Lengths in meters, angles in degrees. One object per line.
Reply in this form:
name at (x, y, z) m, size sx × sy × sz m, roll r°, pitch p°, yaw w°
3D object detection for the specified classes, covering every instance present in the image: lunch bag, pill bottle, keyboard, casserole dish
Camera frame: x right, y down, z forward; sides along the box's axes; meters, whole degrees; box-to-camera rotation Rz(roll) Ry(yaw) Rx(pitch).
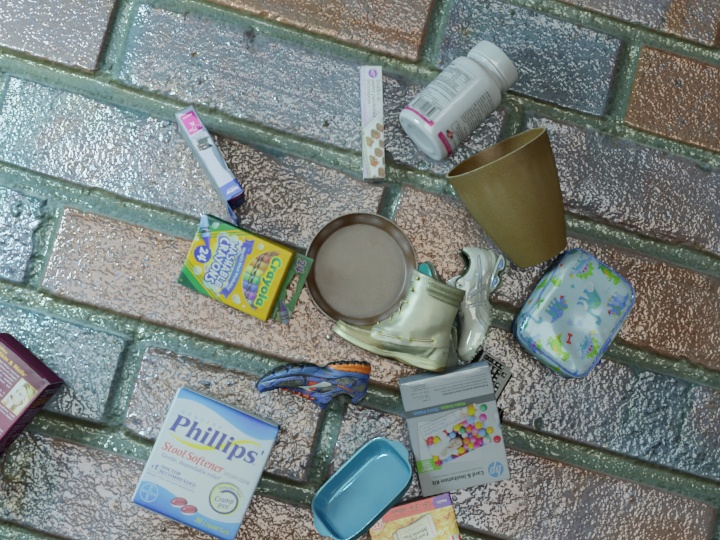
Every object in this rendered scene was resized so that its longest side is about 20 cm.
lunch bag at (0.370, 0.078, 1.693) m, size 0.160 × 0.082 × 0.201 m, roll 34°, pitch 83°, yaw 1°
pill bottle at (0.173, -0.297, 1.699) m, size 0.200 × 0.113 × 0.113 m, roll -44°, pitch 89°, yaw -6°
keyboard at (0.199, 0.245, 1.687) m, size 0.104 × 0.040 × 0.201 m, roll 32°, pitch 84°, yaw 0°
casserole dish at (0.008, 0.371, 1.636) m, size 0.200 × 0.039 × 0.121 m, roll -44°, pitch 46°, yaw -6°

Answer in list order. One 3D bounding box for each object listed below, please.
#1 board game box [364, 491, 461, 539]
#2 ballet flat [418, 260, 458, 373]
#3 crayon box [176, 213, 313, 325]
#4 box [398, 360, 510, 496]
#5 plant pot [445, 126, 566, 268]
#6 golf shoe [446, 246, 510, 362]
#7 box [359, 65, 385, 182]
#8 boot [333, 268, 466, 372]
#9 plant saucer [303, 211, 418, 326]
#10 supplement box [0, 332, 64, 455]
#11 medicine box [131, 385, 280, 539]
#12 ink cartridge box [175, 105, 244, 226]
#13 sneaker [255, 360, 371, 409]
board game box at (0.101, 0.490, 1.653) m, size 0.150 × 0.046 × 0.202 m, roll -14°, pitch 86°, yaw -5°
ballet flat at (0.136, 0.084, 1.694) m, size 0.063 × 0.067 × 0.202 m, roll -1°, pitch 85°, yaw -32°
crayon box at (-0.195, 0.000, 1.656) m, size 0.198 × 0.052 × 0.127 m, roll 23°, pitch 95°, yaw 2°
box at (0.158, 0.267, 1.649) m, size 0.154 × 0.041 × 0.202 m, roll -11°, pitch 99°, yaw 0°
plant pot at (0.272, -0.114, 1.669) m, size 0.185 × 0.186 × 0.201 m, roll -29°, pitch 100°, yaw -6°
golf shoe at (0.183, 0.055, 1.680) m, size 0.096 × 0.078 × 0.202 m, roll 21°, pitch 72°, yaw -12°
box at (0.021, -0.257, 1.721) m, size 0.038 × 0.041 × 0.202 m, roll -1°, pitch 86°, yaw -4°
boot at (0.065, 0.071, 1.635) m, size 0.198 × 0.072 × 0.156 m, roll 17°, pitch 94°, yaw 7°
plant saucer at (0.000, 0.000, 1.698) m, size 0.198 × 0.034 × 0.203 m, roll 0°, pitch 85°, yaw -5°
supplement box at (-0.608, 0.218, 1.599) m, size 0.131 × 0.103 × 0.200 m, roll 41°, pitch 84°, yaw 1°
medicine box at (-0.251, 0.316, 1.616) m, size 0.181 × 0.103 × 0.202 m, roll 22°, pitch 84°, yaw -2°
ink cartridge box at (-0.245, -0.173, 1.653) m, size 0.042 × 0.119 × 0.201 m, roll -29°, pitch 88°, yaw -8°
sneaker at (-0.079, 0.197, 1.656) m, size 0.198 × 0.075 × 0.079 m, roll -3°, pitch 88°, yaw -3°
